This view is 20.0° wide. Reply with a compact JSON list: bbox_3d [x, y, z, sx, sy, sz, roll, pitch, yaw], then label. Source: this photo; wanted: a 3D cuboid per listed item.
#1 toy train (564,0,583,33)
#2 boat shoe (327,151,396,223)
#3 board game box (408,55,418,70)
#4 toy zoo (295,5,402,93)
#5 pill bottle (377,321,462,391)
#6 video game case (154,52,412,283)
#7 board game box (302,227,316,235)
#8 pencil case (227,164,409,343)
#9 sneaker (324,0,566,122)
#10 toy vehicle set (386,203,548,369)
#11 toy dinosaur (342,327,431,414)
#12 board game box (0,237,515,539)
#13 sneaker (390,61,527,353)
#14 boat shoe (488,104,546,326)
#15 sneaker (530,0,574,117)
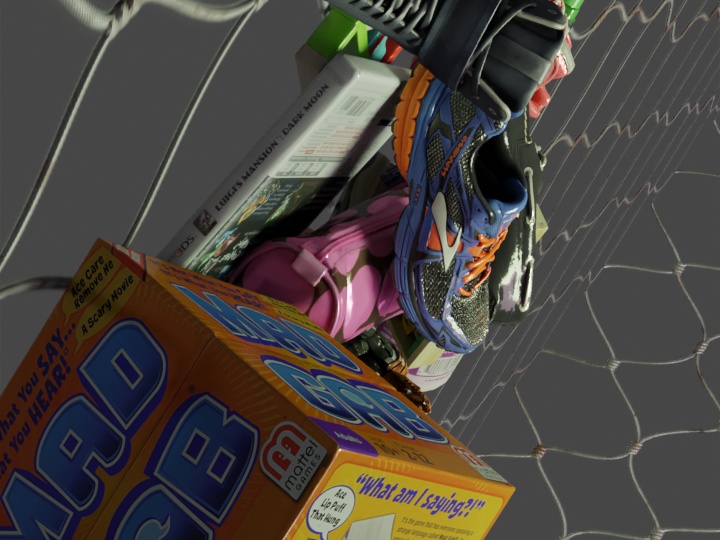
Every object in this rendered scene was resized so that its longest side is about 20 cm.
[{"bbox_3d":[0.152,-0.218,1.647,0.201,0.056,0.042,-59,169,19],"label":"toy train"},{"bbox_3d":[0.000,0.000,1.467,0.201,0.073,0.076,-65,-176,-34],"label":"boat shoe"},{"bbox_3d":[0.059,-0.155,1.433,0.200,0.039,0.159,132,-18,-76],"label":"board game box"},{"bbox_3d":[0.029,-0.184,1.291,0.201,0.020,0.131,-53,169,-11],"label":"toy zoo"},{"bbox_3d":[0.068,-0.001,1.775,0.112,0.112,0.201,-40,162,-55],"label":"pill bottle"},{"bbox_3d":[-0.042,-0.058,1.273,0.182,0.023,0.200,-48,172,11],"label":"video game case"},{"bbox_3d":[-0.088,0.067,1.454,0.201,0.030,0.096,-59,-174,28],"label":"board game box"},{"bbox_3d":[-0.003,-0.005,1.341,0.094,0.091,0.200,-39,175,34],"label":"pencil case"},{"bbox_3d":[0.037,-0.149,1.104,0.077,0.146,0.202,-56,168,10],"label":"sneaker"},{"bbox_3d":[0.064,-0.029,1.565,0.026,0.125,0.200,-9,152,-32],"label":"toy vehicle set"},{"bbox_3d":[-0.005,0.067,1.561,0.199,0.136,0.103,-5,-127,47],"label":"toy dinosaur"},{"bbox_3d":[-0.078,0.135,1.134,0.201,0.200,0.200,-57,148,8],"label":"board game box"},{"bbox_3d":[0.066,-0.033,1.294,0.075,0.078,0.202,-42,137,-46],"label":"sneaker"},{"bbox_3d":[0.100,-0.060,1.437,0.074,0.060,0.202,180,-84,-68],"label":"boat shoe"},{"bbox_3d":[0.134,-0.192,1.561,0.074,0.086,0.201,-50,168,-30],"label":"sneaker"}]
